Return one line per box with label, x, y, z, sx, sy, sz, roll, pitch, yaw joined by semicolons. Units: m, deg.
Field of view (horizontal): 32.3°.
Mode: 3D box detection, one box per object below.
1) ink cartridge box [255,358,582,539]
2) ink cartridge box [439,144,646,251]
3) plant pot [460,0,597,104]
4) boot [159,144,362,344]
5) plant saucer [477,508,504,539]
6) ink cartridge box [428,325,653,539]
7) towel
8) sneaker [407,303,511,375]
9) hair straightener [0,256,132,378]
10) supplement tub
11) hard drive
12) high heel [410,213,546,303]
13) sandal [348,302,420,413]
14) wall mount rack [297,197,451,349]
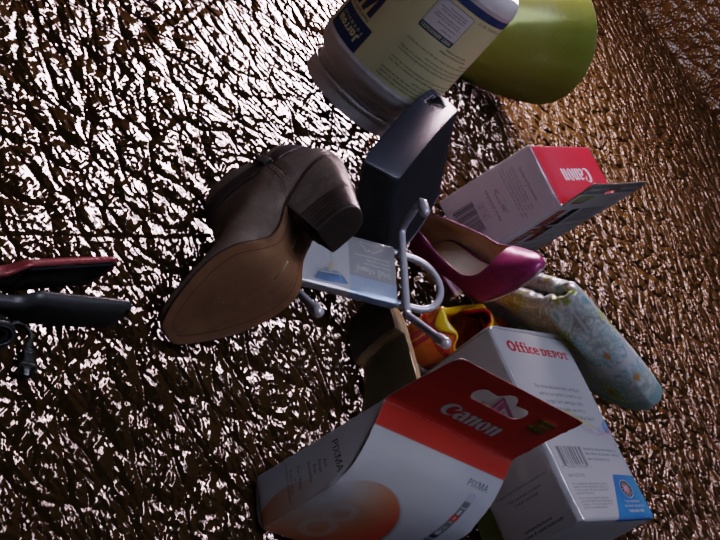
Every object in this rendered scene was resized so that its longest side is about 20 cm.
ink cartridge box;0.048;0.152;0.917;0.162;0.200;0.050;29;39;-41
ink cartridge box;0.220;-0.092;1.466;0.200;0.175;0.084;-9;70;-61
plant pot;0.181;-0.317;1.661;0.200;0.187;0.187;-7;67;-44
boot;-0.092;-0.029;0.991;0.146;0.200;0.070;39;-24;54
plant saucer;0.182;0.261;1.206;0.200;0.031;0.200;40;32;-32
ink cartridge box;0.169;0.160;1.167;0.144;0.085;0.200;12;48;-50
towel;0.208;0.066;1.313;0.171;0.048;0.200;44;-13;-26
sneaker;0.116;0.069;1.243;0.200;0.077;0.073;-1;61;-60
hair straightener;-0.220;0.028;0.781;0.200;0.041;0.077;2;60;-58
supplement tub;0.052;-0.253;1.309;0.145;0.200;0.145;37;23;-18
hard drive;0.043;-0.088;1.226;0.042;0.135;0.200;19;32;13
high heel;0.111;-0.024;1.237;0.096;0.067;0.200;59;-16;-10
sandal;0.041;0.115;1.077;0.070;0.078;0.212;35;30;-33
wall mount rack;0.000;0.000;1.063;0.200;0.075;0.174;14;48;-21
